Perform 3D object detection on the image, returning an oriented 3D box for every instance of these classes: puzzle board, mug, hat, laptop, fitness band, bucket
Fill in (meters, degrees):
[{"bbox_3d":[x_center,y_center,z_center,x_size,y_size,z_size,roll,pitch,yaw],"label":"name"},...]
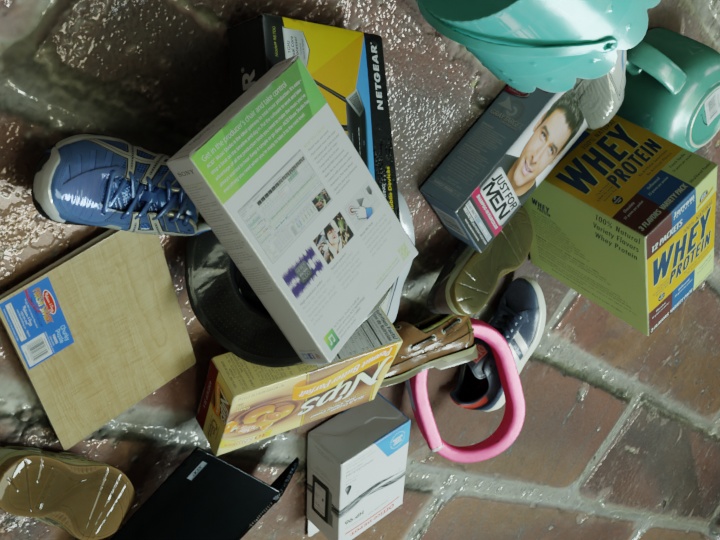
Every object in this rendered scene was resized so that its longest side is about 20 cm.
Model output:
[{"bbox_3d":[-0.230,0.055,0.955,0.151,0.017,0.200,-34,140,-24],"label":"puzzle board"},{"bbox_3d":[0.389,-0.216,1.358,0.185,0.114,0.152,-16,131,-42],"label":"mug"},{"bbox_3d":[-0.071,-0.009,1.018,0.201,0.201,0.081,-48,-171,-8],"label":"hat"},{"bbox_3d":[-0.171,0.258,1.148,0.177,0.103,0.200,-46,180,8],"label":"laptop"},{"bbox_3d":[0.136,0.157,1.376,0.144,0.037,0.200,-20,111,-9],"label":"fitness band"},{"bbox_3d":[0.153,-0.273,0.967,0.135,0.207,0.207,25,99,-45],"label":"bucket"}]

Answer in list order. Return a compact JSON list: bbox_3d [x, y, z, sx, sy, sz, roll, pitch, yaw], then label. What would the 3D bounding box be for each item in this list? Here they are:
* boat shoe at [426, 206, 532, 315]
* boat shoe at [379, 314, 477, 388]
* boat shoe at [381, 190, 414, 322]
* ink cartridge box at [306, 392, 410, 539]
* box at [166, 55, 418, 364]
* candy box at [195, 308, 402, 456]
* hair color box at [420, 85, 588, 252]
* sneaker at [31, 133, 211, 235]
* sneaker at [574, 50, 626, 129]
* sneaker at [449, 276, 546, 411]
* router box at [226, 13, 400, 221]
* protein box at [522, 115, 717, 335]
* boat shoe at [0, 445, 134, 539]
[{"bbox_3d":[0.142,-0.014,1.289,0.201,0.066,0.072,-47,119,-42],"label":"boat shoe"},{"bbox_3d":[0.046,0.092,1.274,0.200,0.072,0.068,-15,99,-31],"label":"boat shoe"},{"bbox_3d":[-0.003,-0.002,1.131,0.086,0.075,0.202,-25,146,-29],"label":"boat shoe"},{"bbox_3d":[-0.005,0.265,1.350,0.116,0.068,0.200,-28,138,-32],"label":"ink cartridge box"},{"bbox_3d":[-0.046,-0.047,0.844,0.144,0.036,0.200,-49,119,-36],"label":"box"},{"bbox_3d":[-0.064,0.114,1.115,0.200,0.055,0.115,-17,149,-30],"label":"candy box"},{"bbox_3d":[0.166,-0.130,1.220,0.200,0.061,0.099,-50,145,-7],"label":"hair color box"},{"bbox_3d":[-0.169,-0.067,0.855,0.200,0.077,0.076,-4,103,-52],"label":"sneaker"},{"bbox_3d":[0.276,-0.264,1.241,0.072,0.072,0.200,-65,159,-54],"label":"sneaker"},{"bbox_3d":[0.177,0.101,1.421,0.084,0.075,0.200,3,112,-40],"label":"sneaker"},{"bbox_3d":[-0.036,-0.108,0.924,0.149,0.051,0.200,-4,87,-47],"label":"router box"},{"bbox_3d":[0.319,-0.065,1.331,0.135,0.199,0.200,-42,143,-17],"label":"protein box"},{"bbox_3d":[-0.281,0.197,0.989,0.073,0.063,0.200,-63,151,-14],"label":"boat shoe"}]
